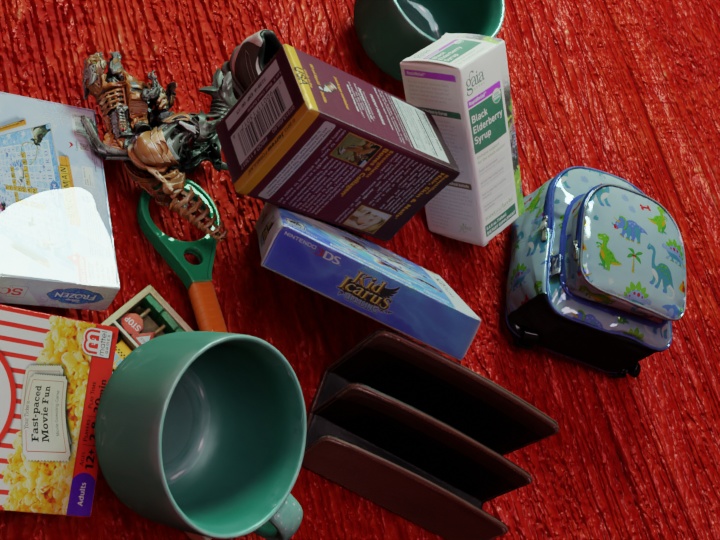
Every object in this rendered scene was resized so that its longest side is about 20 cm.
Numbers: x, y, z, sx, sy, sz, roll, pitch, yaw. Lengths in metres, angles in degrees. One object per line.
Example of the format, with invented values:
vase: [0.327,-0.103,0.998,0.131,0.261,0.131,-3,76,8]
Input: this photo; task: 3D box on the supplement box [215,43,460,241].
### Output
supplement box: [-0.019,-0.112,0.943,0.199,0.110,0.086,16,42,-43]

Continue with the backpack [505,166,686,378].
backpack: [0.261,-0.013,1.110,0.181,0.147,0.202,18,57,-22]

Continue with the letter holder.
letter holder: [0.063,0.155,0.927,0.199,0.142,0.101,29,57,-13]

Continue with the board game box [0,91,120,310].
board game box: [-0.314,-0.067,0.858,0.198,0.041,0.202,8,52,-34]

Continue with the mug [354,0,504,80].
mug: [0.083,-0.288,1.153,0.183,0.114,0.154,4,70,-27]

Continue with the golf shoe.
golf shoe: [-0.057,-0.159,1.043,0.200,0.094,0.078,43,54,-6]

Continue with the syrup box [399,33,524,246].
syrup box: [0.109,-0.137,1.062,0.079,0.081,0.202,-36,129,-35]

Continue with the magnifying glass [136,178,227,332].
magnifying glass: [-0.155,-0.003,0.944,0.079,0.022,0.202,-2,58,-35]

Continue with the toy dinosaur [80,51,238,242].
toy dinosaur: [-0.183,-0.117,0.952,0.135,0.102,0.202,-27,101,-36]

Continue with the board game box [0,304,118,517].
board game box: [-0.293,0.102,0.768,0.198,0.046,0.154,15,74,-37]

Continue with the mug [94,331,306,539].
mug: [-0.132,0.141,0.808,0.151,0.113,0.188,-13,100,-47]

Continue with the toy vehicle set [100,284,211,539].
toy vehicle set: [-0.164,0.125,0.892,0.200,0.027,0.124,46,55,-1]

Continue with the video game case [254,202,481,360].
video game case: [0.000,0.000,0.951,0.198,0.181,0.046,26,97,-13]
